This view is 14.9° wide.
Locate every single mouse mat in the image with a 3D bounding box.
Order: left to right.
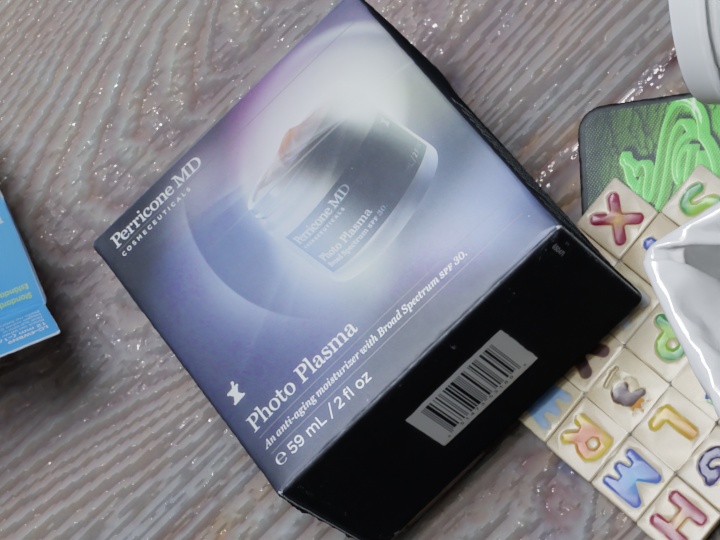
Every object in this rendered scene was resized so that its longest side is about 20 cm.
[{"bbox_3d":[0.192,-0.002,1.443,0.160,0.008,0.201,-8,71,21],"label":"mouse mat"}]

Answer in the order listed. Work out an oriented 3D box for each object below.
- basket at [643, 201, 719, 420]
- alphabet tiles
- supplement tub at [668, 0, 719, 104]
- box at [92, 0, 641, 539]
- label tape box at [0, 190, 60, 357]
[{"bbox_3d":[0.270,0.041,1.299,0.200,0.161,0.199,-30,69,8],"label":"basket"},{"bbox_3d":[0.172,0.047,1.430,0.200,0.006,0.167,41,93,27],"label":"alphabet tiles"},{"bbox_3d":[0.266,-0.147,1.376,0.199,0.145,0.146,-1,74,23],"label":"supplement tub"},{"bbox_3d":[0.000,0.000,1.452,0.200,0.123,0.198,-44,56,6],"label":"box"},{"bbox_3d":[-0.262,-0.007,1.533,0.143,0.066,0.200,-22,31,-10],"label":"label tape box"}]
